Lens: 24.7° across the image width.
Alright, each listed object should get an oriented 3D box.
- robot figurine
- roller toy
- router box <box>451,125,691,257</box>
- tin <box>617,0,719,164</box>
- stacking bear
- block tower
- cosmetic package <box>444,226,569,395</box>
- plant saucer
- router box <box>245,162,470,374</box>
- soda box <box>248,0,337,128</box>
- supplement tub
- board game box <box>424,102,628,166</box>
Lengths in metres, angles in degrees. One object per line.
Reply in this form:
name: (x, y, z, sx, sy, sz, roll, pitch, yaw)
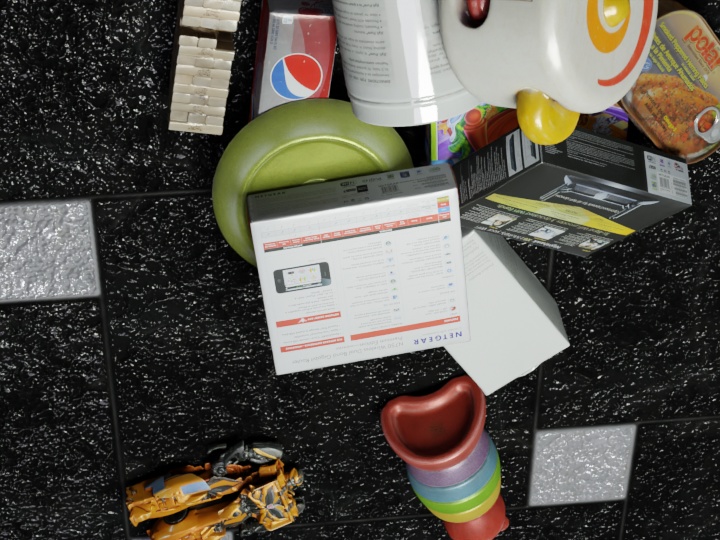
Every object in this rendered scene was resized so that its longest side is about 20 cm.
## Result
robot figurine: (-0.159, 0.267, 1.884, 0.198, 0.059, 0.146, -16, 129, 5)
roller toy: (0.165, -0.227, 1.401, 0.139, 0.200, 0.184, 10, 137, 39)
router box: (0.198, -0.079, 1.609, 0.198, 0.053, 0.157, 13, 154, -34)
tin: (0.304, -0.182, 1.588, 0.112, 0.042, 0.200, -44, 136, 5)
stacking bear: (0.112, 0.236, 1.873, 0.120, 0.114, 0.201, -18, 132, 6)
block tower: (-0.141, -0.226, 1.515, 0.053, 0.058, 0.202, 5, 124, -12)
cosmetic package: (0.121, 0.025, 1.728, 0.112, 0.082, 0.200, -30, 126, 15)
plant saucer: (-0.042, -0.068, 1.576, 0.197, 0.031, 0.202, -5, 124, -7)
router box: (0.000, 0.000, 1.579, 0.197, 0.049, 0.181, -9, 124, -3)
soda box: (-0.067, -0.170, 1.562, 0.069, 0.064, 0.202, 2, 127, -12)
supplement tub: (0.039, -0.243, 1.455, 0.130, 0.132, 0.202, -9, 114, -1)
board game box: (0.162, -0.170, 1.607, 0.197, 0.045, 0.136, -6, 128, -3)
